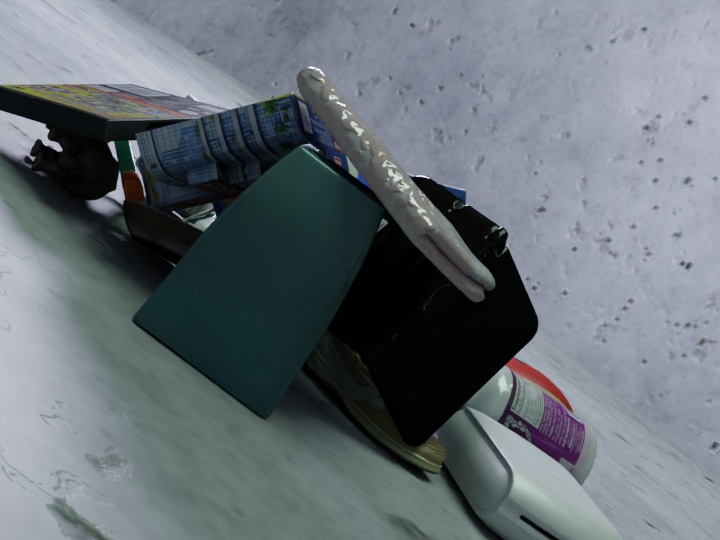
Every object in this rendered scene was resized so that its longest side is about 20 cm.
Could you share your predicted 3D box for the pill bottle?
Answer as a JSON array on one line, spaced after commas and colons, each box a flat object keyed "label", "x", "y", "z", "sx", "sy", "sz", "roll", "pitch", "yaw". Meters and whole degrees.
[{"label": "pill bottle", "x": 0.155, "y": 0.169, "z": 1.592, "sx": 0.200, "sy": 0.112, "sz": 0.112, "roll": 34, "pitch": 8, "yaw": -19}]

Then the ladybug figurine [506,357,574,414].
[{"label": "ladybug figurine", "x": 0.174, "y": 0.154, "z": 1.712, "sx": 0.200, "sy": 0.072, "sz": 0.136, "roll": 32, "pitch": -36, "yaw": -13}]

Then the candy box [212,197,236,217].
[{"label": "candy box", "x": -0.069, "y": -0.016, "z": 1.521, "sx": 0.169, "sy": 0.077, "sz": 0.200, "roll": 40, "pitch": -23, "yaw": 28}]

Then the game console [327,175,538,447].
[{"label": "game console", "x": 0.053, "y": 0.036, "z": 1.403, "sx": 0.176, "sy": 0.200, "sz": 0.116, "roll": 37, "pitch": -30, "yaw": 24}]

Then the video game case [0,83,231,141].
[{"label": "video game case", "x": -0.242, "y": -0.160, "z": 1.450, "sx": 0.200, "sy": 0.026, "sz": 0.181, "roll": 19, "pitch": 18, "yaw": 40}]

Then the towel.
[{"label": "towel", "x": 0.033, "y": -0.073, "z": 1.276, "sx": 0.200, "sy": 0.032, "sz": 0.191, "roll": 53, "pitch": 6, "yaw": 28}]

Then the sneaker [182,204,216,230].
[{"label": "sneaker", "x": -0.138, "y": -0.074, "z": 1.664, "sx": 0.079, "sy": 0.130, "sz": 0.199, "roll": 36, "pitch": 7, "yaw": 9}]

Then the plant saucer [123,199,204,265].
[{"label": "plant saucer", "x": -0.150, "y": -0.010, "z": 1.423, "sx": 0.200, "sy": 0.032, "sz": 0.200, "roll": 27, "pitch": -7, "yaw": 4}]

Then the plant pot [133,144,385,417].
[{"label": "plant pot", "x": -0.070, "y": -0.003, "z": 1.256, "sx": 0.141, "sy": 0.200, "sz": 0.141, "roll": 37, "pitch": 7, "yaw": -1}]

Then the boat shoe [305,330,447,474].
[{"label": "boat shoe", "x": 0.020, "y": 0.119, "z": 1.434, "sx": 0.200, "sy": 0.066, "sz": 0.074, "roll": 43, "pitch": 8, "yaw": 29}]

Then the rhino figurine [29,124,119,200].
[{"label": "rhino figurine", "x": -0.294, "y": -0.122, "z": 1.503, "sx": 0.087, "sy": 0.060, "sz": 0.200, "roll": 30, "pitch": 8, "yaw": -18}]

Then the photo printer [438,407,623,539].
[{"label": "photo printer", "x": 0.172, "y": 0.230, "z": 1.448, "sx": 0.166, "sy": 0.069, "sz": 0.200, "roll": 34, "pitch": 7, "yaw": -20}]

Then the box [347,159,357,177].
[{"label": "box", "x": -0.037, "y": -0.106, "z": 1.722, "sx": 0.200, "sy": 0.082, "sz": 0.068, "roll": 44, "pitch": -29, "yaw": 22}]

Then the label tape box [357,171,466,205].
[{"label": "label tape box", "x": 0.069, "y": -0.019, "z": 1.535, "sx": 0.143, "sy": 0.200, "sz": 0.066, "roll": 18, "pitch": 32, "yaw": 34}]

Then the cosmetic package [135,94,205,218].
[{"label": "cosmetic package", "x": -0.194, "y": -0.123, "z": 1.657, "sx": 0.074, "sy": 0.102, "sz": 0.200, "roll": 37, "pitch": -6, "yaw": 3}]

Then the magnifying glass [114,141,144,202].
[{"label": "magnifying glass", "x": -0.240, "y": -0.095, "z": 1.508, "sx": 0.200, "sy": 0.022, "sz": 0.080, "roll": -133, "pitch": -147, "yaw": -76}]

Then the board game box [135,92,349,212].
[{"label": "board game box", "x": -0.129, "y": -0.104, "z": 1.370, "sx": 0.200, "sy": 0.200, "sz": 0.062, "roll": 2, "pitch": 74, "yaw": -79}]
